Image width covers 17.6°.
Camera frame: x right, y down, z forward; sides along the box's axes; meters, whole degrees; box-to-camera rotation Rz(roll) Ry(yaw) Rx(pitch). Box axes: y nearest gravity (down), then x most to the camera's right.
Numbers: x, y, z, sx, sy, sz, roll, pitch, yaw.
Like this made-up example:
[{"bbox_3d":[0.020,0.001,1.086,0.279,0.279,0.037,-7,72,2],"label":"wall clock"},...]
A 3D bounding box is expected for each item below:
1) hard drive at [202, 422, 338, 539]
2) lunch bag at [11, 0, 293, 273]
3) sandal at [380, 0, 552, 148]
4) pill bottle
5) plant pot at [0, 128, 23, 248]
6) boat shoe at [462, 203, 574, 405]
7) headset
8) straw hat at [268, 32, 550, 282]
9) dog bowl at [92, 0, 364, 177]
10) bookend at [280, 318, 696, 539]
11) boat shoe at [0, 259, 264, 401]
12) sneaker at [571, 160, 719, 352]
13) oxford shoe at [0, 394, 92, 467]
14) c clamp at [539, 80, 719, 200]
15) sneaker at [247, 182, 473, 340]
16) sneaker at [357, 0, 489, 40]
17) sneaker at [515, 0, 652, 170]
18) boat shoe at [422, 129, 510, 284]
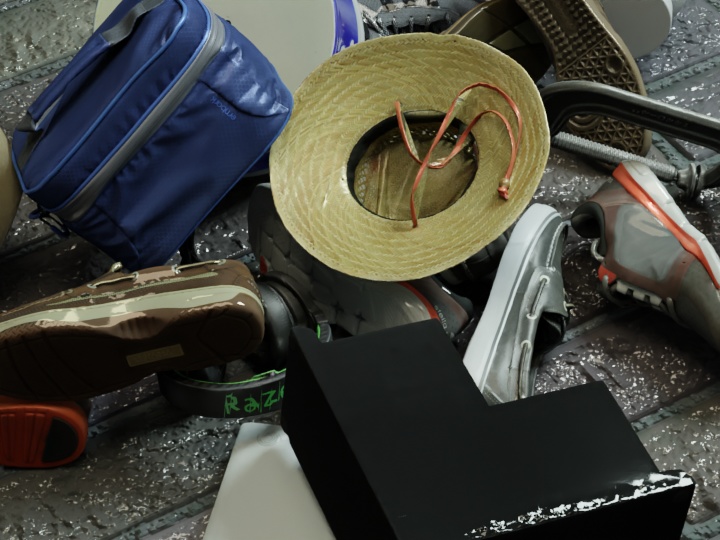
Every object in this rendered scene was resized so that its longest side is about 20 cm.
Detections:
[{"bbox_3d":[-0.038,0.184,1.496,0.131,0.026,0.201,6,44,11],"label":"hard drive"},{"bbox_3d":[-0.162,-0.104,1.649,0.200,0.132,0.136,-48,26,5],"label":"lunch bag"},{"bbox_3d":[0.067,-0.148,1.819,0.200,0.082,0.055,-40,28,-14],"label":"sandal"},{"bbox_3d":[0.220,-0.264,1.913,0.103,0.105,0.201,1,42,6],"label":"pill bottle"},{"bbox_3d":[-0.323,-0.057,1.686,0.134,0.201,0.201,25,38,-19],"label":"plant pot"},{"bbox_3d":[0.117,0.037,1.622,0.056,0.069,0.201,13,51,14],"label":"boat shoe"},{"bbox_3d":[-0.093,0.031,1.617,0.123,0.095,0.200,-16,27,-13],"label":"headset"},{"bbox_3d":[0.041,-0.066,1.645,0.199,0.085,0.203,-4,69,11],"label":"straw hat"},{"bbox_3d":[-0.101,-0.175,1.773,0.198,0.079,0.202,-1,85,15],"label":"dog bowl"},{"bbox_3d":[0.075,0.116,1.484,0.197,0.093,0.201,-12,47,-20],"label":"bookend"},{"bbox_3d":[-0.164,0.034,1.555,0.200,0.075,0.075,-7,42,-1],"label":"boat shoe"},{"bbox_3d":[0.214,0.009,1.644,0.082,0.077,0.200,-35,43,4],"label":"sneaker"},{"bbox_3d":[-0.283,0.088,1.594,0.198,0.072,0.073,8,38,-2],"label":"oxford shoe"},{"bbox_3d":[0.194,-0.095,1.720,0.198,0.171,0.027,15,67,0],"label":"c clamp"},{"bbox_3d":[0.000,0.000,1.676,0.082,0.077,0.200,-22,51,-41],"label":"sneaker"},{"bbox_3d":[0.032,-0.188,1.869,0.198,0.076,0.114,8,44,21],"label":"sneaker"},{"bbox_3d":[0.178,-0.175,1.798,0.070,0.201,0.075,-25,-1,25],"label":"sneaker"},{"bbox_3d":[0.081,-0.084,1.720,0.057,0.067,0.202,-17,61,22],"label":"boat shoe"}]
